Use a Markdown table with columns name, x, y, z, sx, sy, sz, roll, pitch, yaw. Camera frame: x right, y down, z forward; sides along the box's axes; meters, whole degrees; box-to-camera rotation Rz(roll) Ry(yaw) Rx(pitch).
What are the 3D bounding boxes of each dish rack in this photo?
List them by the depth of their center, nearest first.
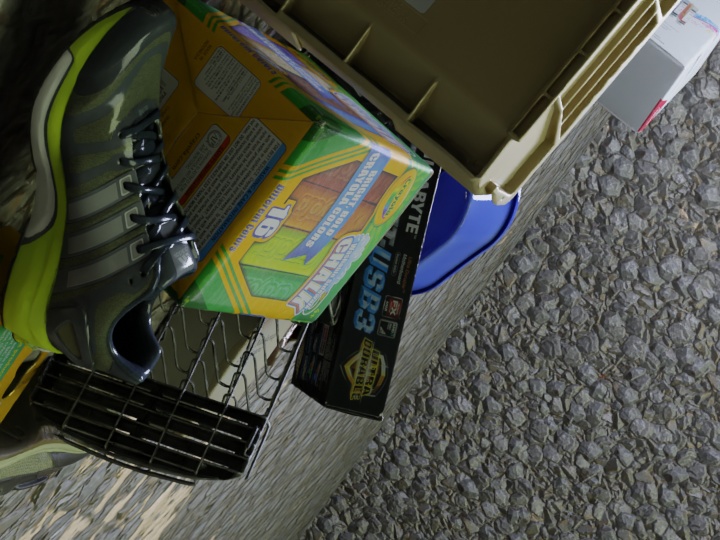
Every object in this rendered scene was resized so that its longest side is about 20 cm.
| name | x | y | z | sx | sy | sz | roll | pitch | yaw |
| --- | --- | --- | --- | --- | --- | --- | --- | --- | --- |
| dish rack | -0.105 | 0.046 | 0.788 | 0.055 | 0.152 | 0.201 | 100 | 9 | -48 |

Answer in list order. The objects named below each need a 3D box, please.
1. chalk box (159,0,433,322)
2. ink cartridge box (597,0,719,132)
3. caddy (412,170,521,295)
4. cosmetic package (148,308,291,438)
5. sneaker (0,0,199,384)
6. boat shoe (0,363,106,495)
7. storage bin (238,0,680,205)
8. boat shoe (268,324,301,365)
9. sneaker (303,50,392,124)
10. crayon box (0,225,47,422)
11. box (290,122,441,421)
| name | x | y | z | sx | sy | sz | roll | pitch | yaw |
| --- | --- | --- | --- | --- | --- | --- | --- | --- | --- |
| chalk box | -0.052 | -0.055 | 0.737 | 0.125 | 0.124 | 0.200 | -52 | 157 | 12 |
| ink cartridge box | 0.432 | -0.336 | 1.881 | 0.200 | 0.144 | 0.146 | -41 | 166 | -39 |
| caddy | 0.050 | -0.063 | 1.135 | 0.199 | 0.142 | 0.105 | -37 | 163 | 31 |
| cosmetic package | -0.112 | 0.045 | 1.096 | 0.201 | 0.073 | 0.103 | -54 | 169 | 22 |
| sneaker | -0.110 | -0.034 | 0.605 | 0.074 | 0.080 | 0.202 | -44 | 157 | -53 |
| boat shoe | -0.231 | 0.110 | 0.839 | 0.066 | 0.072 | 0.201 | -41 | 171 | 10 |
| storage bin | 0.057 | -0.171 | 0.690 | 0.199 | 0.200 | 0.094 | -49 | 169 | -3 |
| boat shoe | -0.062 | 0.044 | 1.297 | 0.202 | 0.075 | 0.075 | -36 | 163 | -54 |
| sneaker | -0.014 | -0.124 | 0.847 | 0.199 | 0.074 | 0.079 | -28 | -164 | 30 |
| crayon box | -0.229 | 0.045 | 0.643 | 0.126 | 0.051 | 0.200 | -53 | 169 | 15 |
| box | 0.000 | 0.000 | 0.947 | 0.198 | 0.049 | 0.202 | 173 | -70 | -81 |
